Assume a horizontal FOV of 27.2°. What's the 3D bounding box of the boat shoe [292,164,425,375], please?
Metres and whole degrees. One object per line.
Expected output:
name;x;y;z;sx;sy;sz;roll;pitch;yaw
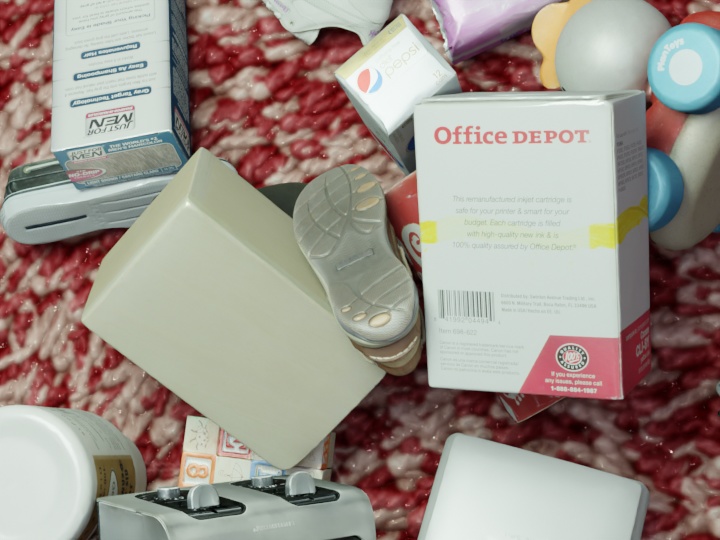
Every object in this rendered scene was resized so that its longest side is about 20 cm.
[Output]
boat shoe;0.000;0.000;1.084;0.075;0.072;0.201;-20;41;5

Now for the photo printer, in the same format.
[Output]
photo printer;0.117;0.238;1.120;0.165;0.070;0.202;15;66;11

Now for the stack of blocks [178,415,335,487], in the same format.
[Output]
stack of blocks;-0.090;0.222;1.183;0.114;0.059;0.202;6;84;8

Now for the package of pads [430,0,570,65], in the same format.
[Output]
package of pads;0.138;-0.263;1.199;0.198;0.076;0.122;-24;82;4

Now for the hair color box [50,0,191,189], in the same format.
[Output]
hair color box;-0.194;-0.171;1.205;0.099;0.061;0.202;-9;60;7

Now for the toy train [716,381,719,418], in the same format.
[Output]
toy train;0.355;0.124;1.119;0.114;0.087;0.201;-38;81;-1

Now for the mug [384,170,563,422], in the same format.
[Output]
mug;0.131;-0.007;1.143;0.177;0.133;0.201;-32;84;13

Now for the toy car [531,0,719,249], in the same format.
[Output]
toy car;0.206;-0.132;1.130;0.199;0.184;0.178;33;110;31

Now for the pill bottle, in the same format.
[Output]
pill bottle;-0.232;0.163;1.137;0.113;0.200;0.116;-1;83;7

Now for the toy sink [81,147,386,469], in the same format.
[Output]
toy sink;-0.088;0.029;1.129;0.199;0.112;0.130;38;111;-16

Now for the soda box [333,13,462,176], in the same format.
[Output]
soda box;0.039;-0.124;1.133;0.068;0.200;0.064;-41;79;1

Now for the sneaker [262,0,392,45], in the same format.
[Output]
sneaker;-0.068;-0.238;1.213;0.198;0.075;0.100;16;119;5

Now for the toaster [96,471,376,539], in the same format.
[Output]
toaster;-0.088;0.248;1.056;0.179;0.118;0.203;0;86;-36

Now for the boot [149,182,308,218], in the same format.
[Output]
boot;-0.073;-0.022;1.214;0.198;0.076;0.074;3;46;-7

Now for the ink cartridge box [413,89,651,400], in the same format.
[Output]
ink cartridge box;0.121;-0.022;1.023;0.144;0.083;0.202;3;102;28

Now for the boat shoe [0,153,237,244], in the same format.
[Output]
boat shoe;-0.200;-0.077;1.225;0.198;0.072;0.072;-8;59;-5
